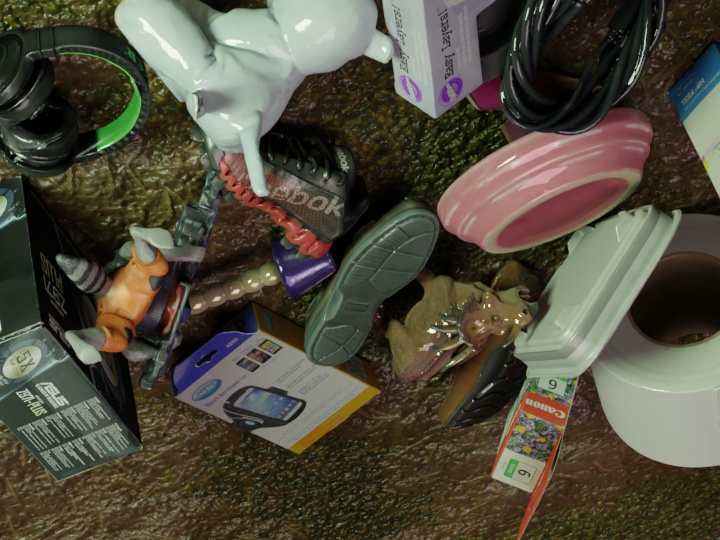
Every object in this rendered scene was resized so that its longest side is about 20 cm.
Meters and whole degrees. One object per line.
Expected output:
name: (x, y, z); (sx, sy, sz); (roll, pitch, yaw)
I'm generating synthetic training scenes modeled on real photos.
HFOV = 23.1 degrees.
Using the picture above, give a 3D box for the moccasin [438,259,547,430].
moccasin: (0.122, 0.076, 1.721); (0.073, 0.078, 0.203); (-12, 139, -31)

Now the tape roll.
tape roll: (0.315, 0.066, 1.671); (0.201, 0.204, 0.140); (-20, 140, 3)

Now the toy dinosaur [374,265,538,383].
toy dinosaur: (0.070, 0.059, 1.624); (0.085, 0.136, 0.201); (9, 135, -28)

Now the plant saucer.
plant saucer: (0.165, -0.070, 1.518); (0.199, 0.051, 0.201); (-21, 165, -6)

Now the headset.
headset: (-0.257, -0.114, 1.337); (0.198, 0.095, 0.124); (-14, 141, 3)

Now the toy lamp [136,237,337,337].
toy lamp: (-0.118, 0.017, 1.572); (0.198, 0.059, 0.058); (-19, 141, 6)

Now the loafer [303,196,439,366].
loafer: (0.000, 0.000, 1.596); (0.071, 0.063, 0.201); (13, 128, -31)

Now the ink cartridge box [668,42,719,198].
ink cartridge box: (0.354, -0.091, 1.503); (0.115, 0.201, 0.067); (15, 131, -33)

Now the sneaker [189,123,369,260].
sneaker: (-0.060, -0.085, 1.462); (0.097, 0.071, 0.200); (-31, 141, 17)

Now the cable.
cable: (0.182, -0.192, 1.361); (0.200, 0.051, 0.163); (-47, 149, -6)

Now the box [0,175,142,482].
box: (-0.268, 0.050, 1.470); (0.085, 0.165, 0.201); (-21, 140, 6)

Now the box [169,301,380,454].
box: (-0.089, 0.102, 1.695); (0.119, 0.042, 0.199); (-38, 134, 23)

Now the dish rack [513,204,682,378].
dish rack: (0.199, 0.014, 1.556); (0.043, 0.200, 0.172); (34, 81, -5)

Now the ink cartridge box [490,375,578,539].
ink cartridge box: (0.170, 0.154, 1.725); (0.050, 0.201, 0.110); (21, 135, 3)

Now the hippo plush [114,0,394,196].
hippo plush: (-0.076, -0.180, 1.293); (0.160, 0.200, 0.160); (-40, 107, -1)

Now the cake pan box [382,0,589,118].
cake pan box: (0.097, -0.233, 1.303); (0.184, 0.052, 0.201); (-36, 146, -20)

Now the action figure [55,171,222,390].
action figure: (-0.183, -0.007, 1.458); (0.104, 0.202, 0.193); (19, 178, 0)

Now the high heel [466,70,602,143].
high heel: (0.133, -0.167, 1.450); (0.096, 0.068, 0.200); (-35, 145, 12)
